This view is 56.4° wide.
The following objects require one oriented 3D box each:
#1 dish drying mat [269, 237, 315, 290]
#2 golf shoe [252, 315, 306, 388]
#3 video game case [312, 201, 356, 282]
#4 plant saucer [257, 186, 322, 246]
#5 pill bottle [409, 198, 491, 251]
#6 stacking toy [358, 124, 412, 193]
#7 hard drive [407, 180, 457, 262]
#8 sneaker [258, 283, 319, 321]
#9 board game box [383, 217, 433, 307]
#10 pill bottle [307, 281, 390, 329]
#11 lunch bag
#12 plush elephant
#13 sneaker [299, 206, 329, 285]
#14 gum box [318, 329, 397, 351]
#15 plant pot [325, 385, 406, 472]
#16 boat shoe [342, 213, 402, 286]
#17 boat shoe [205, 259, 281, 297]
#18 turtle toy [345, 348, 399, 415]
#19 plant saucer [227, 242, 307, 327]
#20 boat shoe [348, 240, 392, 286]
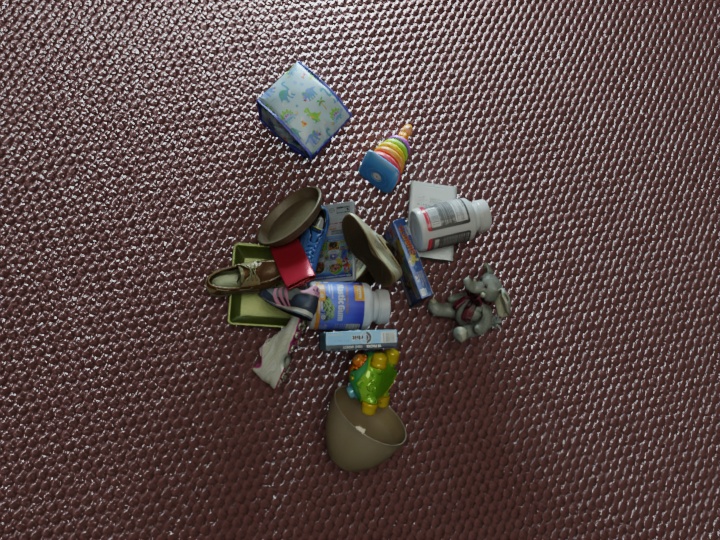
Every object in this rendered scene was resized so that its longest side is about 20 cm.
[{"bbox_3d":[-0.164,-0.024,1.598,0.075,0.201,0.018,-27,126,-3],"label":"dish drying mat"},{"bbox_3d":[-0.197,0.181,1.618,0.090,0.075,0.204,24,98,10],"label":"golf shoe"},{"bbox_3d":[-0.079,-0.068,1.705,0.139,0.018,0.206,-6,76,20],"label":"video game case"},{"bbox_3d":[-0.171,-0.130,1.665,0.200,0.199,0.030,-47,120,-14],"label":"plant saucer"},{"bbox_3d":[0.232,-0.122,1.721,0.195,0.111,0.114,-13,80,-11],"label":"pill bottle"},{"bbox_3d":[0.090,-0.316,1.786,0.108,0.116,0.202,33,62,0],"label":"stacking toy"},{"bbox_3d":[0.188,-0.130,1.787,0.128,0.026,0.206,7,77,-7],"label":"hard drive"},{"bbox_3d":[-0.162,0.058,1.575,0.070,0.197,0.084,33,78,-44],"label":"sneaker"},{"bbox_3d":[0.118,-0.017,1.697,0.034,0.135,0.205,-18,82,-12],"label":"board game box"},{"bbox_3d":[-0.030,0.086,1.624,0.194,0.112,0.116,1,78,-11],"label":"pill bottle"},{"bbox_3d":[-0.145,-0.407,1.747,0.199,0.128,0.171,39,75,12],"label":"lunch bag"},{"bbox_3d":[0.295,0.073,1.685,0.195,0.165,0.158,2,118,-23],"label":"plush elephant"},{"bbox_3d":[-0.124,-0.062,1.653,0.064,0.078,0.205,17,77,-6],"label":"sneaker"},{"bbox_3d":[-0.011,0.166,1.603,0.165,0.200,0.046,-2,84,-8],"label":"gum box"},{"bbox_3d":[-0.008,0.390,1.579,0.198,0.201,0.136,32,106,0],"label":"plant pot"},{"bbox_3d":[0.029,-0.056,1.647,0.202,0.072,0.065,53,40,6],"label":"boat shoe"},{"bbox_3d":[-0.276,0.018,1.613,0.195,0.074,0.078,-16,81,-11],"label":"boat shoe"},{"bbox_3d":[0.029,0.249,1.600,0.099,0.199,0.150,16,99,23],"label":"turtle toy"},{"bbox_3d":[-0.227,0.042,1.678,0.194,0.048,0.206,4,77,-8],"label":"plant saucer"},{"bbox_3d":[0.000,0.000,1.717,0.064,0.072,0.202,34,85,37],"label":"boat shoe"}]
